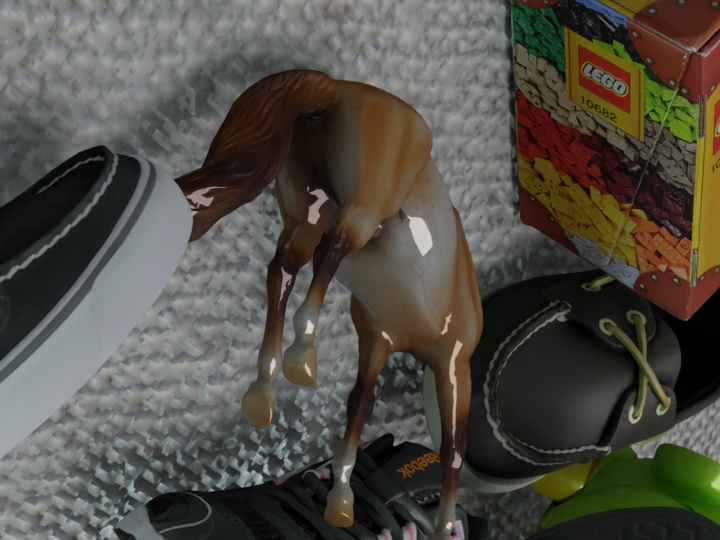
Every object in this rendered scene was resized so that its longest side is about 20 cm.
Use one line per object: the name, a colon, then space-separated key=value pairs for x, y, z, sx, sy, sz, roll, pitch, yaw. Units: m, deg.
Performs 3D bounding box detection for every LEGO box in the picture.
LEGO box: x=0.144 y=-0.105 z=0.937 sx=0.200 sy=0.077 sz=0.149 roll=-44 pitch=152 yaw=-25

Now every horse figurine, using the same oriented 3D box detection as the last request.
horse figurine: x=0.000 y=0.000 z=0.804 sx=0.200 sy=0.050 sz=0.133 roll=54 pitch=40 yaw=-53

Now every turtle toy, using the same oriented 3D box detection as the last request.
turtle toy: x=0.120 y=0.128 z=1.072 sx=0.101 sy=0.146 sz=0.200 roll=-60 pitch=156 yaw=-17

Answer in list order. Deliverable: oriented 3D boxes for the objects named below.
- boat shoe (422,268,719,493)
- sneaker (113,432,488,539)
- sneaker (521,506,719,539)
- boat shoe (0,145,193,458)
boat shoe: x=0.091 y=0.030 z=0.991 sx=0.201 sy=0.061 sz=0.072 roll=-22 pitch=98 yaw=-57
sneaker: x=-0.011 y=0.086 z=0.872 sx=0.086 sy=0.080 sz=0.200 roll=-44 pitch=167 yaw=4
sneaker: x=0.046 y=0.157 z=0.919 sx=0.199 sy=0.076 sz=0.114 roll=-39 pitch=162 yaw=-11
boat shoe: x=-0.117 y=0.025 z=0.642 sx=0.200 sy=0.069 sz=0.057 roll=-46 pitch=115 yaw=-33
